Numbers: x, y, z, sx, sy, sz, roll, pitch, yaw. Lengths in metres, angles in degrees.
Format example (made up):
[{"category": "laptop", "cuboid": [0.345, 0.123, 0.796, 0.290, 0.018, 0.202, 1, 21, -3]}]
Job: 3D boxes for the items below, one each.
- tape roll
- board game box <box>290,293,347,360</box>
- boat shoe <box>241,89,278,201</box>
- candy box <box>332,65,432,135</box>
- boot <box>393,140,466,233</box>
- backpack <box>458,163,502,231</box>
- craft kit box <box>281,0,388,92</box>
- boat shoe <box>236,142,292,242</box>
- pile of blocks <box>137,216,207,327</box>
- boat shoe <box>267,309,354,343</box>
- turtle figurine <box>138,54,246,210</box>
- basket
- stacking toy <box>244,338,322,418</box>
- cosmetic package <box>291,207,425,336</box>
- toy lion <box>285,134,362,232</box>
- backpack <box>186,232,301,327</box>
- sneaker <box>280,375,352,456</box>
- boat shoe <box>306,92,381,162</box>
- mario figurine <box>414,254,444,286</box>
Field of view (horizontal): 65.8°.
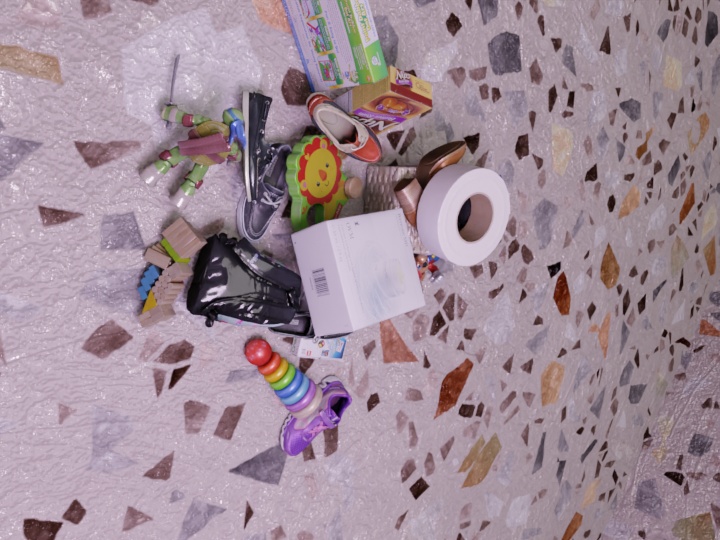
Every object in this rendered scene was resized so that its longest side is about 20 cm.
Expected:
[{"category": "tape roll", "cuboid": [0.214, -0.115, 1.143, 0.201, 0.071, 0.205, -12, 113, -31]}, {"category": "board game box", "cuboid": [-0.073, 0.094, 1.228, 0.125, 0.034, 0.202, 13, 91, -39]}, {"category": "boat shoe", "cuboid": [-0.184, -0.227, 1.019, 0.065, 0.074, 0.202, -1, 84, -15]}, {"category": "candy box", "cuboid": [0.034, -0.330, 1.119, 0.116, 0.199, 0.057, 7, 79, -39]}, {"category": "boot", "cuboid": [0.172, -0.165, 1.181, 0.200, 0.074, 0.155, -41, 119, -9]}, {"category": "backpack", "cuboid": [0.226, -0.166, 1.314, 0.167, 0.199, 0.164, 6, 102, -45]}, {"category": "craft kit box", "cuboid": [-0.053, -0.442, 1.029, 0.048, 0.197, 0.202, -33, 119, -28]}, {"category": "boat shoe", "cuboid": [-0.178, -0.149, 1.070, 0.071, 0.067, 0.202, 23, 85, -40]}, {"category": "pile of blocks", "cuboid": [-0.339, 0.004, 0.988, 0.201, 0.082, 0.062, -64, 172, 1]}, {"category": "boat shoe", "cuboid": [-0.094, 0.110, 1.144, 0.197, 0.068, 0.074, 10, 100, -15]}, {"category": "turtle figurine", "cuboid": [-0.285, -0.218, 0.966, 0.194, 0.200, 0.144, -45, 157, 4]}, {"category": "basket", "cuboid": [0.087, -0.140, 1.250, 0.122, 0.135, 0.202, -1, 100, -35]}, {"category": "stacking toy", "cuboid": [-0.168, 0.218, 1.156, 0.086, 0.085, 0.200, -50, 119, -20]}, {"category": "cosmetic package", "cuboid": [0.000, 0.000, 1.069, 0.199, 0.122, 0.201, -15, 91, -42]}, {"category": "toy lion", "cuboid": [-0.086, -0.159, 1.113, 0.191, 0.068, 0.202, 36, 70, -51]}, {"category": "backpack", "cuboid": [-0.210, 0.028, 1.041, 0.199, 0.126, 0.169, 19, 89, -33]}, {"category": "sneaker", "cuboid": [-0.092, 0.327, 1.228, 0.200, 0.088, 0.081, -48, 126, -20]}, {"category": "boat shoe", "cuboid": [-0.024, -0.267, 1.081, 0.071, 0.063, 0.199, -45, 131, 13]}, {"category": "mario figurine", "cuboid": [0.167, -0.041, 1.346, 0.200, 0.123, 0.107, -42, 135, -30]}]
